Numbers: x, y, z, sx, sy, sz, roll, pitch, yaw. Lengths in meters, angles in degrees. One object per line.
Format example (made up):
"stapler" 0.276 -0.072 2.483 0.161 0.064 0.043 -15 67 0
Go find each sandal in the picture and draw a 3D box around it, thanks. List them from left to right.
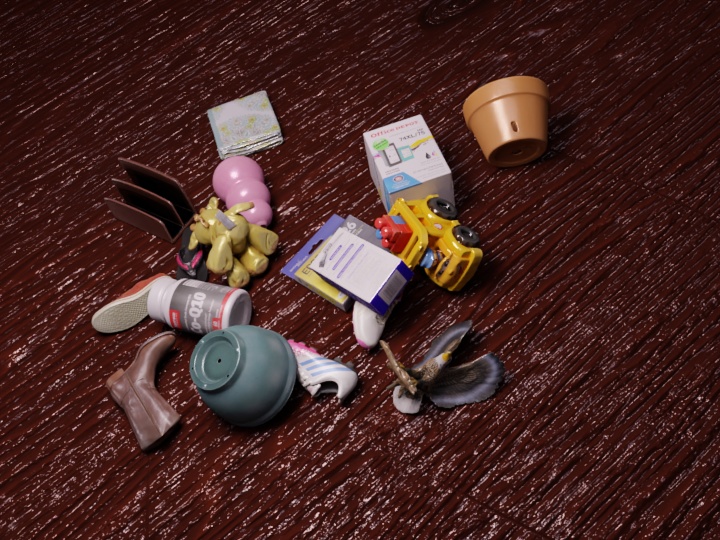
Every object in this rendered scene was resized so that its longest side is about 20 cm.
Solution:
"sandal" -0.394 -0.034 1.718 0.075 0.045 0.200 -11 54 2

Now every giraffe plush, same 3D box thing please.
"giraffe plush" -0.308 -0.076 1.659 0.173 0.200 0.162 -43 39 -24

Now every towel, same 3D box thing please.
"towel" -0.304 -0.380 1.946 0.171 0.048 0.200 -19 54 -6

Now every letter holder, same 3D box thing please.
"letter holder" -0.517 -0.174 1.782 0.200 0.142 0.101 22 62 24

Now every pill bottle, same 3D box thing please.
"pill bottle" -0.345 0.080 1.585 0.200 0.114 0.114 10 58 18

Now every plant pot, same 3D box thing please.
"plant pot" -0.244 0.189 1.437 0.200 0.134 0.201 -13 61 25
"plant pot" 0.344 -0.329 1.700 0.200 0.200 0.140 -9 70 5

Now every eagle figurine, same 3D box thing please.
"eagle figurine" 0.156 0.187 1.420 0.200 0.151 0.152 -10 92 -32

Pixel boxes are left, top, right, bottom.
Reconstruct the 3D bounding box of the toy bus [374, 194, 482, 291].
"toy bus" 0.123 -0.058 1.524 0.192 0.136 0.200 -2 45 -40

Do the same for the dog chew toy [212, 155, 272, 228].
"dog chew toy" -0.270 -0.175 1.752 0.124 0.125 0.200 -25 62 -7

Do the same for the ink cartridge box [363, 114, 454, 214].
"ink cartridge box" 0.110 -0.220 1.684 0.147 0.146 0.200 -19 53 -3

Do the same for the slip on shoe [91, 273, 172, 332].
"slip on shoe" -0.507 0.072 1.659 0.200 0.074 0.061 -34 33 -12

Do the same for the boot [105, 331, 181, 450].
"boot" -0.408 0.245 1.511 0.186 0.064 0.200 -44 54 -4

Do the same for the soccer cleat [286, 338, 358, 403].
"soccer cleat" -0.103 0.200 1.478 0.200 0.070 0.086 17 60 22

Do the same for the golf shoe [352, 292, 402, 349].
"golf shoe" 0.041 0.064 1.522 0.091 0.075 0.200 -16 53 43

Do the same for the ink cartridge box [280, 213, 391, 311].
"ink cartridge box" -0.048 -0.031 1.648 0.200 0.047 0.198 31 67 26

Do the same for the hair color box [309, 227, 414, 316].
"hair color box" 0.000 0.000 1.513 0.200 0.065 0.109 30 79 42
